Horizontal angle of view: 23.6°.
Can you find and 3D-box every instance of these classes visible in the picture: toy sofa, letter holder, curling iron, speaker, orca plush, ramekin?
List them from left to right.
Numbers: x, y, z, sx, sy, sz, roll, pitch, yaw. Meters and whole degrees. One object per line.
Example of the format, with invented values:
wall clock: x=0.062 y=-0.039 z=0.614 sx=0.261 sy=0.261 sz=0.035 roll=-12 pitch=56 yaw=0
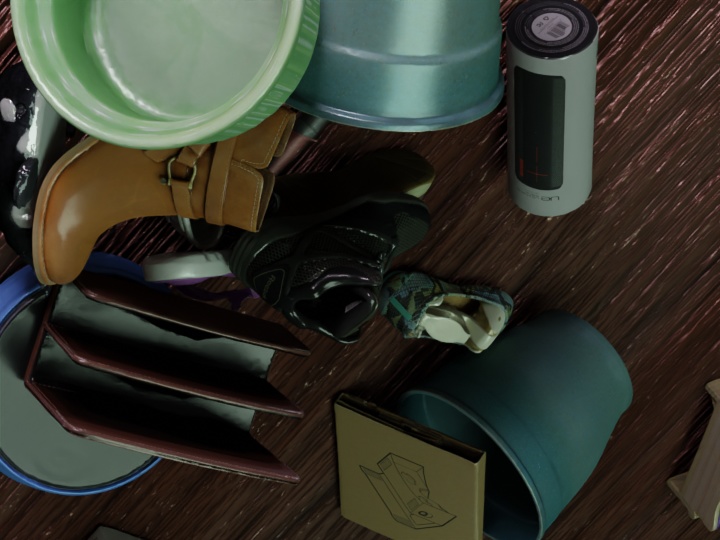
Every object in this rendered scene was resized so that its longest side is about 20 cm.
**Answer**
orca plush: x=-0.256 y=-0.076 z=1.268 sx=0.201 sy=0.070 sz=0.106 roll=94 pitch=11 yaw=-57
ramekin: x=-0.121 y=-0.177 z=1.140 sx=0.200 sy=0.200 sz=0.098 roll=-45 pitch=171 yaw=9
letter holder: x=-0.137 y=0.083 z=1.325 sx=0.198 sy=0.142 sz=0.102 roll=16 pitch=97 yaw=-28
curling iron: x=-0.043 y=-0.103 z=1.400 sx=0.201 sy=0.049 sz=0.026 roll=-55 pitch=157 yaw=-8
speaker: x=0.169 y=-0.142 z=1.534 sx=0.081 sy=0.081 sz=0.201 roll=-26 pitch=143 yaw=-17
toy sofa: x=0.470 y=0.229 z=2.182 sx=0.082 sy=0.098 sz=0.201 roll=-16 pitch=137 yaw=-28

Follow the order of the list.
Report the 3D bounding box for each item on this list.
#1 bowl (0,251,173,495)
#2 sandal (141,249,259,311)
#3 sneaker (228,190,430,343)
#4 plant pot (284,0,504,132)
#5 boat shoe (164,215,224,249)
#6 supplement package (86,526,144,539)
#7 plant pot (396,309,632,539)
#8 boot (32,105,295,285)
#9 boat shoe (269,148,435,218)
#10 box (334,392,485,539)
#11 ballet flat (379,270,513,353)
bowl: x=-0.224 y=0.086 z=1.389 sx=0.199 sy=0.039 sz=0.203 roll=-7 pitch=107 yaw=-24
sandal: x=-0.116 y=0.009 z=1.420 sx=0.202 sy=0.082 sz=0.050 roll=-2 pitch=90 yaw=-61
sneaker: x=0.000 y=0.000 z=1.387 sx=0.198 sy=0.114 sz=0.077 roll=-15 pitch=142 yaw=-45
plant pot: x=0.024 y=-0.232 z=1.226 sx=0.199 sy=0.200 sz=0.198 roll=-13 pitch=129 yaw=-31
boat shoe: x=-0.120 y=-0.103 z=1.330 sx=0.071 sy=0.066 sz=0.201 roll=-13 pitch=137 yaw=-32
supplement package: x=-0.256 y=0.367 z=1.667 sx=0.200 sy=0.121 sz=0.120 roll=-47 pitch=143 yaw=10
plant pot: x=0.171 y=0.145 z=1.762 sx=0.188 sy=0.199 sz=0.201 roll=-40 pitch=147 yaw=-24
boot: x=-0.142 y=-0.058 z=1.240 sx=0.077 sy=0.154 sz=0.202 roll=-43 pitch=155 yaw=-81
boat shoe: x=-0.023 y=-0.048 z=1.472 sx=0.199 sy=0.072 sz=0.067 roll=-19 pitch=135 yaw=-32
box: x=0.051 y=0.219 z=1.758 sx=0.021 sy=0.162 sz=0.201 roll=-54 pitch=156 yaw=-35
ballet flat: x=0.094 y=0.050 z=1.683 sx=0.199 sy=0.074 sz=0.075 roll=9 pitch=123 yaw=-47
